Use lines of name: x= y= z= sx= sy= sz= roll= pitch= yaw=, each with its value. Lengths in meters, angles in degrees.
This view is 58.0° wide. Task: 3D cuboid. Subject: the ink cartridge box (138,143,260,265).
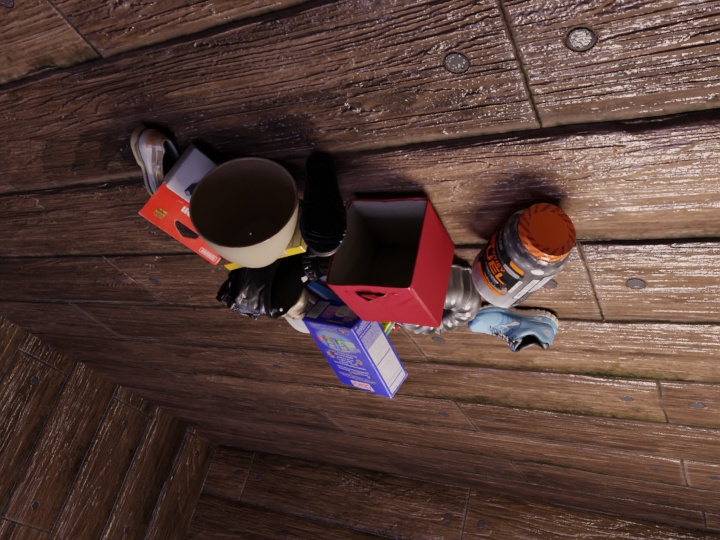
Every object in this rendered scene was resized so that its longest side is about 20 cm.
ink cartridge box: x=-0.302 y=-0.118 z=1.270 sx=0.199 sy=0.174 sz=0.044 roll=37 pitch=-174 yaw=-34

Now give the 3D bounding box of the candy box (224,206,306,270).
candy box: x=-0.188 y=-0.066 z=1.321 sx=0.197 sy=0.104 sz=0.026 roll=-12 pitch=142 yaw=29

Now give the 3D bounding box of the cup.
cup: x=-0.204 y=-0.087 z=1.209 sx=0.196 sy=0.203 sz=0.144 roll=12 pitch=150 yaw=11

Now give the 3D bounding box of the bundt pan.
bundt pan: x=0.161 y=0.071 z=1.350 sx=0.197 sy=0.077 sz=0.203 roll=-6 pitch=148 yaw=-3

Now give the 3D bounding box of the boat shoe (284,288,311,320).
boat shoe: x=-0.141 y=0.079 z=1.481 sx=0.064 sy=0.073 sz=0.200 roll=27 pitch=162 yaw=-12

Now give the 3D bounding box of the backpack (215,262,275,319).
backpack: x=-0.231 y=0.018 z=1.467 sx=0.152 sy=0.203 sz=0.190 roll=29 pitch=164 yaw=-19

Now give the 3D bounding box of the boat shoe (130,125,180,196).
boat shoe: x=-0.381 y=-0.192 z=1.270 sx=0.067 sy=0.076 sz=0.201 roll=16 pitch=152 yaw=16

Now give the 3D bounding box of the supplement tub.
supplement tub: x=0.281 y=-0.025 z=1.124 sx=0.120 sy=0.124 sz=0.201 roll=20 pitch=152 yaw=-4

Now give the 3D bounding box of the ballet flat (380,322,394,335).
ballet flat: x=0.028 y=0.142 z=1.462 sx=0.066 sy=0.067 sz=0.201 roll=31 pitch=147 yaw=6

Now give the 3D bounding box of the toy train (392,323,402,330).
toy train: x=0.008 y=0.068 z=1.521 sx=0.198 sy=0.086 sz=0.115 roll=27 pitch=165 yaw=-18

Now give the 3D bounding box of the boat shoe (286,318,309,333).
boat shoe: x=-0.158 y=0.100 z=1.678 sx=0.071 sy=0.071 sz=0.201 roll=-2 pitch=144 yaw=40

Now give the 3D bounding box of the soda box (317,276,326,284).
soda box: x=0.000 y=0.000 z=1.400 sx=0.196 sy=0.069 sz=0.064 roll=9 pitch=153 yaw=15

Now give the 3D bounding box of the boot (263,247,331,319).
boot: x=-0.100 y=0.009 z=1.329 sx=0.155 sy=0.214 sz=0.080 roll=9 pitch=156 yaw=26

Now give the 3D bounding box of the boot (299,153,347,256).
boot: x=-0.070 y=-0.082 z=1.163 sx=0.075 sy=0.204 sz=0.169 roll=-3 pitch=152 yaw=-7

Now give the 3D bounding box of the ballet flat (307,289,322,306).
ballet flat: x=-0.106 y=0.085 z=1.563 sx=0.197 sy=0.047 sz=0.067 roll=29 pitch=174 yaw=-1

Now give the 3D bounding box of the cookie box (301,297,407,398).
cookie box: x=-0.012 y=0.165 z=1.402 sx=0.169 sy=0.075 sz=0.202 roll=6 pitch=133 yaw=47

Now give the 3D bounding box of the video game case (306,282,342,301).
video game case: x=-0.090 y=0.050 z=1.503 sx=0.141 sy=0.018 sz=0.200 roll=29 pitch=174 yaw=-5

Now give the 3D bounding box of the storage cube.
storage cube: x=0.061 y=-0.011 z=1.209 sx=0.168 sy=0.204 sz=0.180 roll=2 pitch=155 yaw=27

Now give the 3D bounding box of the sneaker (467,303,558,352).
sneaker: x=0.326 y=0.130 z=1.418 sx=0.196 sy=0.091 sz=0.079 roll=2 pitch=149 yaw=30
